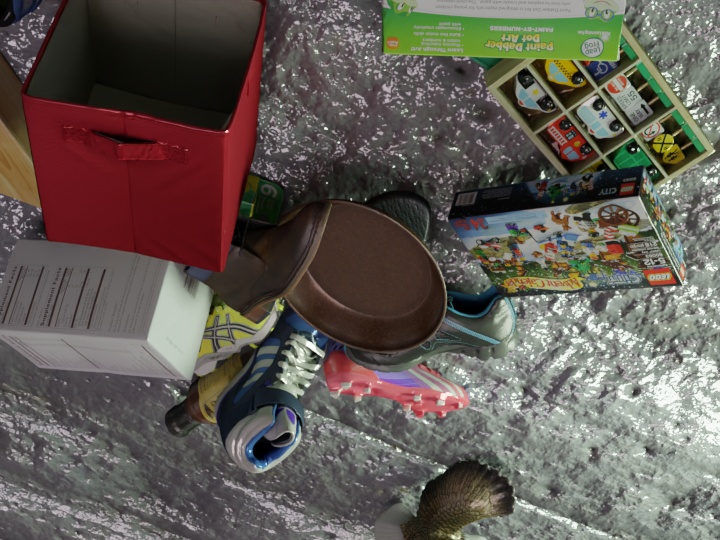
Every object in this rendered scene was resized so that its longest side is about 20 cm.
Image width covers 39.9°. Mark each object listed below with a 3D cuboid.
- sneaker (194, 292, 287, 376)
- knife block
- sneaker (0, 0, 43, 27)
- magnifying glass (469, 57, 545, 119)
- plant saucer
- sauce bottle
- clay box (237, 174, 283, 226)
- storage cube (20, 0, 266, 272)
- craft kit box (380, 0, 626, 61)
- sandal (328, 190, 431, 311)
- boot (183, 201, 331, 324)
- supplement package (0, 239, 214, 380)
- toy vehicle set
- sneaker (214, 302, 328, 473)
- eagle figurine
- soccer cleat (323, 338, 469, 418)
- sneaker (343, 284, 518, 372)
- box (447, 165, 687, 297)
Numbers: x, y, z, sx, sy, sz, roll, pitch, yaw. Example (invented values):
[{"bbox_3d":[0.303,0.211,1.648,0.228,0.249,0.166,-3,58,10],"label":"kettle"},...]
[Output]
[{"bbox_3d":[-0.156,0.054,1.130,0.076,0.076,0.199,36,126,-24],"label":"sneaker"},{"bbox_3d":[-0.362,-0.167,0.960,0.198,0.064,0.176,21,133,-11],"label":"knife block"},{"bbox_3d":[-0.341,-0.291,0.824,0.078,0.090,0.201,-21,126,24],"label":"sneaker"},{"bbox_3d":[0.145,-0.184,0.900,0.079,0.023,0.201,-22,128,21],"label":"magnifying glass"},{"bbox_3d":[0.000,0.000,1.029,0.198,0.037,0.202,15,135,15],"label":"plant saucer"},{"bbox_3d":[-0.171,0.150,1.229,0.064,0.065,0.199,35,129,-23],"label":"sauce bottle"},{"bbox_3d":[-0.187,-0.061,1.045,0.197,0.048,0.116,15,134,-5],"label":"clay box"},{"bbox_3d":[-0.182,-0.133,0.880,0.168,0.202,0.181,10,140,-2],"label":"storage cube"},{"bbox_3d":[0.114,-0.260,0.764,0.197,0.049,0.200,3,130,5],"label":"craft kit box"},{"bbox_3d":[0.014,-0.021,1.064,0.075,0.043,0.201,28,136,-5],"label":"sandal"},{"bbox_3d":[-0.105,-0.020,0.981,0.096,0.075,0.200,28,139,-13],"label":"boot"},{"bbox_3d":[-0.279,0.042,1.073,0.197,0.111,0.114,3,153,18],"label":"supplement package"},{"bbox_3d":[0.220,-0.144,0.905,0.124,0.027,0.200,-35,123,23],"label":"toy vehicle set"},{"bbox_3d":[-0.076,0.129,1.086,0.080,0.146,0.201,39,91,-31],"label":"sneaker"},{"bbox_3d":[0.119,0.355,1.329,0.149,0.153,0.201,-19,158,-23],"label":"eagle figurine"},{"bbox_3d":[0.046,0.124,1.178,0.198,0.078,0.067,14,150,-26],"label":"soccer cleat"},{"bbox_3d":[0.076,0.058,1.109,0.197,0.074,0.083,-9,129,2],"label":"sneaker"},{"bbox_3d":[0.203,-0.032,0.975,0.198,0.038,0.137,-5,140,36],"label":"box"}]
